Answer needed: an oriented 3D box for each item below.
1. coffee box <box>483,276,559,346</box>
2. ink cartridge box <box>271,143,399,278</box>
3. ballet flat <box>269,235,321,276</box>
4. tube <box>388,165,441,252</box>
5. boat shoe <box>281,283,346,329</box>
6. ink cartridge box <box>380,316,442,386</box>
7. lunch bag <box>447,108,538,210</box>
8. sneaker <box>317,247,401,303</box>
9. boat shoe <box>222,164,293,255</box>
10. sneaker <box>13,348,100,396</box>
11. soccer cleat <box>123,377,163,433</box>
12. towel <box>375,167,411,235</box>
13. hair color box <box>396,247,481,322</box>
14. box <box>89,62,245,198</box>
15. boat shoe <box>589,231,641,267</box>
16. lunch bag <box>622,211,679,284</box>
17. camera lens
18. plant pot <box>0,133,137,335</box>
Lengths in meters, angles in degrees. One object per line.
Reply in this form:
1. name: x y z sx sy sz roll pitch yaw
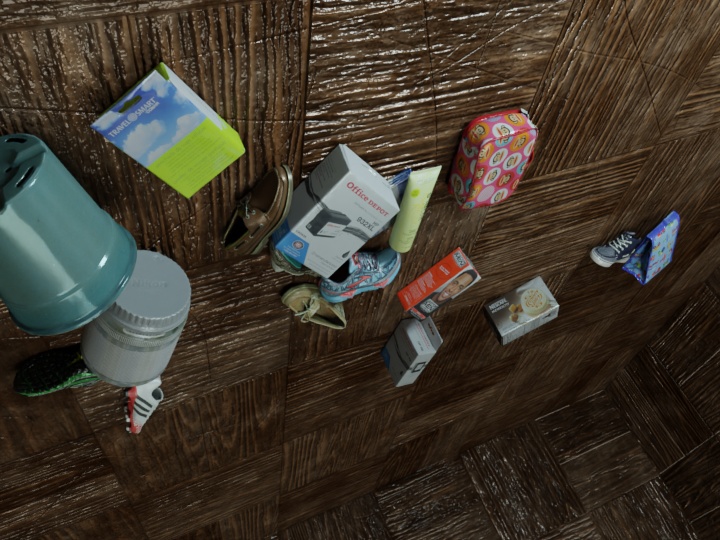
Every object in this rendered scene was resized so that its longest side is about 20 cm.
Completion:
1. coffee box: 0.484 0.123 1.869 0.195 0.116 0.080 -26 150 -2
2. ink cartridge box: -0.049 -0.102 1.119 0.199 0.085 0.144 -42 133 20
3. ballet flat: -0.130 -0.019 1.224 0.074 0.070 0.198 -25 155 27
4. tube: 0.103 -0.123 1.238 0.051 0.059 0.203 21 135 4
5. boat shoe: -0.097 0.083 1.390 0.073 0.064 0.198 -41 146 22
6. ink cartridge box: 0.139 0.215 1.718 0.065 0.118 0.202 -4 141 -31
7. lunch bag: 0.274 -0.220 1.238 0.171 0.083 0.203 -17 146 -21
8. sneaker: 0.000 0.000 1.336 0.195 0.080 0.096 -26 147 -5
9. boat shoe: -0.178 -0.097 1.059 0.066 0.073 0.202 -2 139 -37
10. sneaker: -0.551 0.200 1.176 0.195 0.079 0.086 -12 146 -27
11. soccer cleat: -0.485 0.300 1.384 0.083 0.070 0.203 -6 138 -25
12. towel: 0.030 -0.115 1.249 0.196 0.024 0.148 -29 149 -1
13. hair color box: 0.199 0.039 1.569 0.198 0.062 0.101 -38 147 13
14. box: -0.267 -0.196 0.869 0.120 0.048 0.200 -35 148 9
15. boat shoe: 0.776 -0.073 1.877 0.196 0.075 0.094 -10 139 -42
16. lunch bag: 0.930 -0.081 1.940 0.149 0.094 0.203 -33 147 -22
17. camera lens: -0.388 0.088 1.066 0.156 0.163 0.202 -1 140 -37
18. plant pot: -0.431 -0.054 0.816 0.195 0.203 0.199 -24 142 -6
